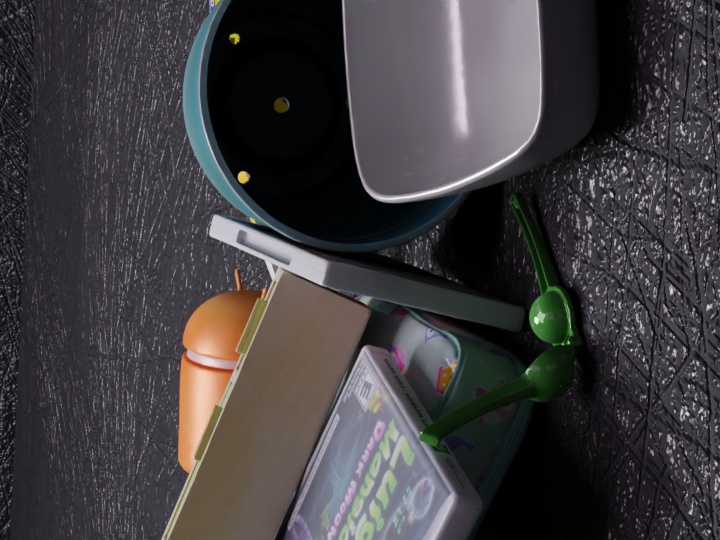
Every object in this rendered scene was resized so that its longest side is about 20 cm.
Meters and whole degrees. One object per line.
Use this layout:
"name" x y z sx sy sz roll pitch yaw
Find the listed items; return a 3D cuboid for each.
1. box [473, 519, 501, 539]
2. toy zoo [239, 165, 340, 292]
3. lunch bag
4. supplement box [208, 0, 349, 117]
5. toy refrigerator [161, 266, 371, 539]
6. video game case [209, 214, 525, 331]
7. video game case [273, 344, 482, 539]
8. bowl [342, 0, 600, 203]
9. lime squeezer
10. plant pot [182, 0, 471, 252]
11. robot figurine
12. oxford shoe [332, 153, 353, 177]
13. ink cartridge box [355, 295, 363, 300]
"box" 0.059 0.205 1.339 0.200 0.049 0.083 -134 46 -66
"toy zoo" -0.056 -0.020 1.560 0.200 0.020 0.132 166 84 -80
"lunch bag" 0.026 0.105 1.322 0.161 0.077 0.200 -67 22 2
"supplement box" -0.045 -0.173 1.564 0.200 0.109 0.110 -161 71 -71
"toy refrigerator" -0.065 0.101 1.315 0.076 0.070 0.201 -139 73 -85
"video game case" 0.000 0.000 1.333 0.200 0.142 0.018 23 98 64
"video game case" -0.005 0.171 1.213 0.201 0.023 0.182 -65 26 17
"bowl" 0.070 -0.144 1.200 0.199 0.074 0.202 -14 77 56
"lime squeezer" 0.096 0.037 1.200 0.038 0.070 0.201 84 -158 -46
"plant pot" -0.033 -0.113 1.365 0.188 0.198 0.202 -178 87 -71
"robot figurine" -0.094 0.105 1.731 0.144 0.116 0.202 -22 -63 -66
"oxford shoe" -0.007 -0.058 1.556 0.074 0.070 0.200 -60 12 -4
"ink cartridge box" -0.047 0.099 1.493 0.200 0.042 0.119 -52 7 -18
